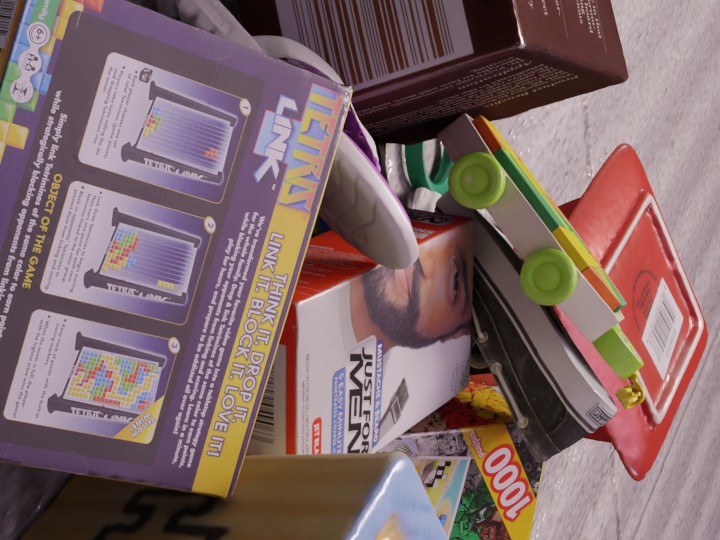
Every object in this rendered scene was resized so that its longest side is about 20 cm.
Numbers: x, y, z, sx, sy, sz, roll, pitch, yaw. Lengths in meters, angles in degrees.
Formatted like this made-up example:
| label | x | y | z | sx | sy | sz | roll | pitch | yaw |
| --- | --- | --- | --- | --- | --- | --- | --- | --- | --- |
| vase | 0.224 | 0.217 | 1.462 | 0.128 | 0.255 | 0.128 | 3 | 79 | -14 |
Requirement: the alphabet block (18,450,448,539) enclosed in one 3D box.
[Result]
| label | x | y | z | sx | sy | sz | roll | pitch | yaw |
| --- | --- | --- | --- | --- | --- | --- | --- | --- | --- |
| alphabet block | -0.065 | 0.216 | 0.669 | 0.197 | 0.199 | 0.196 | -51 | 126 | -47 |

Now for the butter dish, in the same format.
| label | x | y | z | sx | sy | sz | roll | pitch | yaw |
| --- | --- | --- | --- | --- | --- | --- | --- | --- | --- |
| butter dish | 0.163 | 0.036 | 1.101 | 0.200 | 0.147 | 0.200 | 62 | 40 | -22 |

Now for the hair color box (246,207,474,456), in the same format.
| label | x | y | z | sx | sy | sz | roll | pitch | yaw |
| --- | --- | --- | --- | --- | --- | --- | --- | --- | --- |
| hair color box | -0.006 | 0.040 | 0.790 | 0.200 | 0.063 | 0.112 | -28 | 122 | -57 |

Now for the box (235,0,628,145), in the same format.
| label | x | y | z | sx | sy | sz | roll | pitch | yaw |
| --- | --- | --- | --- | --- | --- | --- | --- | --- | --- |
| box | 0.039 | -0.176 | 0.839 | 0.200 | 0.165 | 0.166 | -5 | 81 | -64 |

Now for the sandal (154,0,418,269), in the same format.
| label | x | y | z | sx | sy | sz | roll | pitch | yaw |
| --- | --- | --- | --- | --- | --- | --- | --- | --- | --- |
| sandal | -0.030 | -0.088 | 0.735 | 0.050 | 0.203 | 0.083 | -39 | 171 | -15 |

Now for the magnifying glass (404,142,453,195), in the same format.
| label | x | y | z | sx | sy | sz | roll | pitch | yaw |
| --- | --- | --- | --- | --- | --- | --- | --- | --- | --- |
| magnifying glass | 0.072 | -0.059 | 1.135 | 0.201 | 0.022 | 0.080 | 72 | 34 | -44 |

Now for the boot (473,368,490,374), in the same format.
| label | x | y | z | sx | sy | sz | roll | pitch | yaw |
| --- | --- | --- | --- | --- | --- | --- | --- | --- | --- |
| boot | 0.135 | 0.060 | 1.244 | 0.132 | 0.069 | 0.202 | -47 | 151 | -72 |

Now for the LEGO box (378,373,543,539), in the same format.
| label | x | y | z | sx | sy | sz | roll | pitch | yaw |
| --- | --- | --- | --- | --- | --- | --- | --- | --- | --- |
| LEGO box | 0.028 | 0.176 | 0.920 | 0.148 | 0.077 | 0.202 | -3 | 112 | -27 |

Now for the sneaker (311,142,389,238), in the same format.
| label | x | y | z | sx | sy | sz | roll | pitch | yaw |
| --- | --- | --- | --- | --- | --- | --- | --- | --- | --- |
| sneaker | 0.000 | 0.000 | 0.942 | 0.082 | 0.070 | 0.202 | -13 | 104 | -56 |

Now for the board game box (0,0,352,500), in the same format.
| label | x | y | z | sx | sy | sz | roll | pitch | yaw |
| --- | --- | --- | --- | --- | --- | --- | --- | --- | --- |
| board game box | -0.107 | -0.013 | 0.626 | 0.164 | 0.057 | 0.202 | 17 | 91 | -37 |

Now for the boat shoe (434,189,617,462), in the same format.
| label | x | y | z | sx | sy | sz | roll | pitch | yaw |
| --- | --- | --- | --- | --- | --- | --- | --- | --- | --- |
| boat shoe | 0.084 | 0.029 | 0.892 | 0.071 | 0.064 | 0.201 | 40 | 17 | -48 |

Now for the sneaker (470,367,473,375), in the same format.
| label | x | y | z | sx | sy | sz | roll | pitch | yaw |
| --- | --- | --- | --- | --- | --- | --- | --- | --- | --- |
| sneaker | 0.078 | 0.073 | 1.119 | 0.201 | 0.075 | 0.116 | 69 | 34 | -43 |

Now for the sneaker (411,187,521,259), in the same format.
| label | x | y | z | sx | sy | sz | roll | pitch | yaw |
| --- | --- | --- | --- | --- | --- | --- | --- | --- | --- |
| sneaker | 0.070 | -0.002 | 1.000 | 0.200 | 0.088 | 0.076 | -74 | 176 | -62 |

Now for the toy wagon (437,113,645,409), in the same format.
| label | x | y | z | sx | sy | sz | roll | pitch | yaw |
| --- | --- | --- | --- | --- | --- | --- | --- | --- | --- |
| toy wagon | 0.119 | -0.007 | 0.872 | 0.201 | 0.039 | 0.155 | 54 | 11 | 8 |
